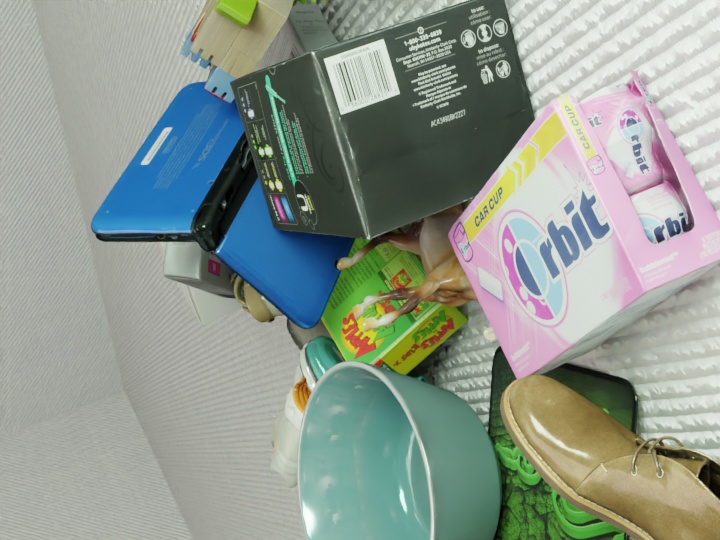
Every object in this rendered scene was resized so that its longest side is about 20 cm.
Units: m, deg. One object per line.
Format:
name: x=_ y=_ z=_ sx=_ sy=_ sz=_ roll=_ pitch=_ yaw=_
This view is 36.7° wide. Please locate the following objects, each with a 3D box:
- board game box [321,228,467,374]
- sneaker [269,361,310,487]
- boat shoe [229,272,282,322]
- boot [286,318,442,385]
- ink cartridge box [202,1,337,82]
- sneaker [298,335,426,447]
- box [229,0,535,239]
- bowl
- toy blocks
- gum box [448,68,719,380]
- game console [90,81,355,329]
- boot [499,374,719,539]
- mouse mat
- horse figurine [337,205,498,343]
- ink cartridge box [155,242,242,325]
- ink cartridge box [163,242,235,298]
board game box: x=0.000 y=0.000 z=0.965 sx=0.048 sy=0.101 sz=0.201 roll=39 pitch=-167 yaw=-51
sneaker: x=-0.054 y=0.149 z=1.071 sx=0.075 sy=0.093 sz=0.200 roll=31 pitch=-170 yaw=4
boat shoe: x=-0.100 y=0.010 z=1.113 sx=0.075 sy=0.066 sz=0.200 roll=64 pitch=173 yaw=-8
boot: x=0.007 y=0.050 z=1.047 sx=0.199 sy=0.067 sz=0.132 roll=35 pitch=139 yaw=32
ink cartridge box: x=-0.091 y=-0.188 z=1.055 sx=0.175 sy=0.043 sz=0.201 roll=64 pitch=146 yaw=31
sneaker: x=0.033 y=0.121 z=0.974 sx=0.199 sy=0.077 sz=0.080 roll=38 pitch=119 yaw=5
box: x=0.012 y=-0.106 z=0.775 sx=0.199 sy=0.146 sz=0.127 roll=9 pitch=118 yaw=68
bowl: x=0.040 y=0.172 z=0.865 sx=0.200 sy=0.103 sz=0.205 roll=0 pitch=91 yaw=58
toy blocks: x=-0.095 y=-0.216 z=0.883 sx=0.137 sy=0.099 sz=0.202 roll=-46 pitch=24 yaw=44
gum box: x=0.130 y=-0.019 z=0.654 sx=0.115 sy=0.065 sz=0.200 roll=65 pitch=160 yaw=13
game console: x=-0.099 y=-0.060 z=0.914 sx=0.168 sy=0.202 sz=0.120 roll=0 pitch=134 yaw=25
boot: x=0.171 y=0.117 z=0.647 sx=0.199 sy=0.073 sz=0.076 roll=39 pitch=139 yaw=24
mouse mat: x=0.139 y=0.147 z=0.795 sx=0.199 sy=0.007 sz=0.165 roll=-171 pitch=84 yaw=-68
horse figurine: x=0.048 y=-0.012 z=0.839 sx=0.201 sy=0.130 sz=0.051 roll=-112 pitch=9 yaw=-51
ink cartridge box: x=-0.175 y=-0.049 z=1.334 sx=0.201 sy=0.145 sz=0.084 roll=52 pitch=161 yaw=44
ink cartridge box: x=-0.148 y=-0.067 z=1.140 sx=0.200 sy=0.043 sz=0.177 roll=35 pitch=-120 yaw=-78
